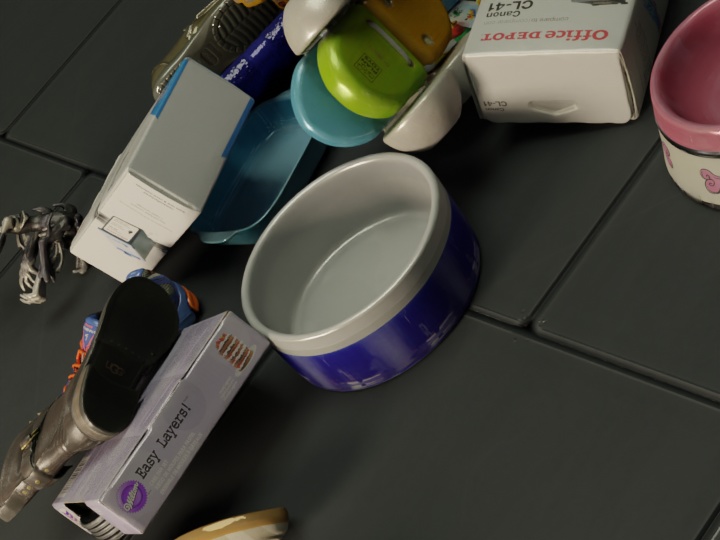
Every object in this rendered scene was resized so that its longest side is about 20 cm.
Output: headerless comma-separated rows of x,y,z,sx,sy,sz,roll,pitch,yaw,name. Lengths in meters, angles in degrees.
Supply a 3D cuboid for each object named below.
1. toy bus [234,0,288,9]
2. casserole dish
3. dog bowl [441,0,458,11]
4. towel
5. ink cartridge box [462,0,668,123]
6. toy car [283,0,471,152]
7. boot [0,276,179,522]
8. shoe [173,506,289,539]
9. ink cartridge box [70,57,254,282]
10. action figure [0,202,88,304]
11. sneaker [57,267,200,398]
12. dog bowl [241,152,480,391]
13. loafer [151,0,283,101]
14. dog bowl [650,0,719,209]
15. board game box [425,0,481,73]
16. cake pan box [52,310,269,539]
-0.062,-0.359,1.713,0.065,0.078,0.200,-6,39,54,toy bus
-0.094,-0.096,1.531,0.120,0.039,0.201,-1,51,42,casserole dish
0.038,-0.268,1.518,0.200,0.050,0.111,-46,36,-4,dog bowl
-0.090,-0.222,1.613,0.200,0.050,0.148,-46,6,-3,towel
0.186,-0.230,1.349,0.146,0.086,0.201,1,50,25,ink cartridge box
0.005,-0.181,1.368,0.150,0.175,0.200,-41,9,36,toy car
-0.249,0.110,1.353,0.174,0.069,0.201,-39,20,40,boot
-0.139,0.238,1.220,0.199,0.070,0.054,-24,81,16,shoe
-0.197,-0.092,1.514,0.200,0.085,0.147,-43,21,57,ink cartridge box
-0.352,-0.020,1.638,0.198,0.103,0.119,-1,5,-8,action figure
-0.242,0.079,1.450,0.075,0.079,0.201,17,65,50,sneaker
0.000,0.000,1.310,0.199,0.079,0.201,-24,40,22,dog bowl
-0.168,-0.269,1.747,0.200,0.075,0.070,-43,40,-3,loafer
0.311,-0.145,1.179,0.199,0.074,0.201,-24,39,21,dog bowl
0.078,-0.237,1.521,0.126,0.035,0.200,-40,36,4,board game box
-0.174,0.134,1.300,0.201,0.052,0.184,-57,12,-22,cake pan box
